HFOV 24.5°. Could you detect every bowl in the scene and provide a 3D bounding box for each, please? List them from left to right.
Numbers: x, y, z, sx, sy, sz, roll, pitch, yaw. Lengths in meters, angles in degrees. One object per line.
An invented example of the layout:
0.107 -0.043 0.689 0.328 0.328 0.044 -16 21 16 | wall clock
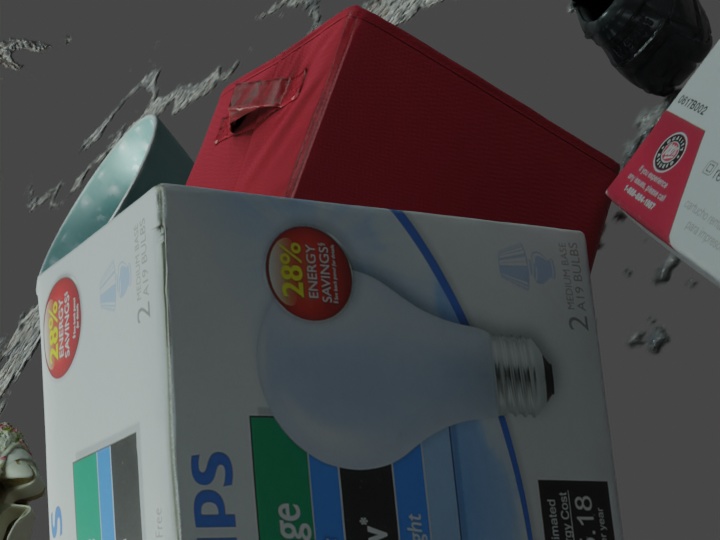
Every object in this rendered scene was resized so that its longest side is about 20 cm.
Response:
-0.206 -0.035 1.554 0.201 0.105 0.201 -47 22 26 | bowl

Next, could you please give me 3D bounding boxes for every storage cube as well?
0.000 0.000 0.876 0.171 0.200 0.180 -20 47 59 | storage cube

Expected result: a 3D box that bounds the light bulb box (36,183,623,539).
-0.012 0.083 0.668 0.125 0.199 0.199 -29 62 54 | light bulb box

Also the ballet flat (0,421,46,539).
-0.324 0.219 1.532 0.064 0.076 0.200 -14 41 17 | ballet flat

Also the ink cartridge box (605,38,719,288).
0.205 -0.071 0.651 0.200 0.085 0.148 -56 19 8 | ink cartridge box

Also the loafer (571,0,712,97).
0.151 -0.171 0.955 0.068 0.070 0.201 -47 22 25 | loafer
